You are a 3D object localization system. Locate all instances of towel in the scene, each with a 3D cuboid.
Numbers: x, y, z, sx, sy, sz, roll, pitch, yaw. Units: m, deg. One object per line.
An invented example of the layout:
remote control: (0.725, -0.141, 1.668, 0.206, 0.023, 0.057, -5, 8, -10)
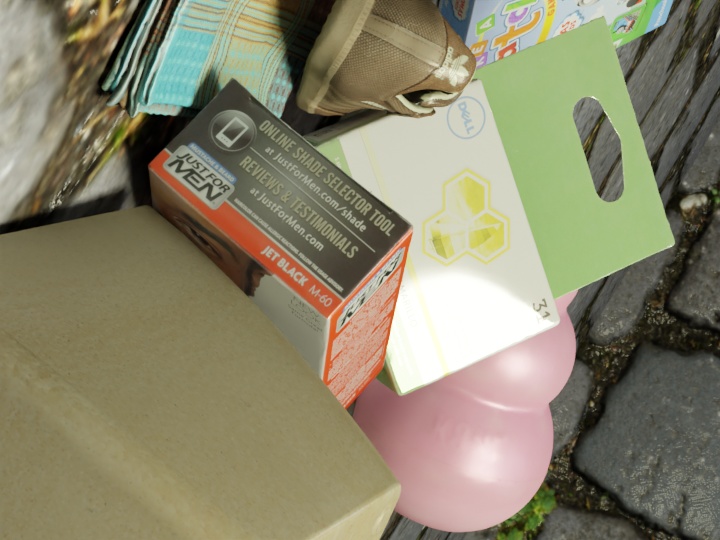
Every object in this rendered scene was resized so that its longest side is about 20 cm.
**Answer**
towel: (-0.041, -0.135, 0.839, 0.148, 0.022, 0.200, -62, 167, 10)

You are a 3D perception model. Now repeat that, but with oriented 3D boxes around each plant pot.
plant pot: (-0.102, 0.111, 0.761, 0.199, 0.176, 0.201, -18, 136, -65)

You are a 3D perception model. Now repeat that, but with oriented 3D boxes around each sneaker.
sneaker: (0.014, -0.099, 0.929, 0.071, 0.075, 0.200, -62, -179, 2)

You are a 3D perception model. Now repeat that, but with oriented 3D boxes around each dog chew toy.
dog chew toy: (0.073, 0.052, 1.102, 0.202, 0.124, 0.124, -69, 165, 14)

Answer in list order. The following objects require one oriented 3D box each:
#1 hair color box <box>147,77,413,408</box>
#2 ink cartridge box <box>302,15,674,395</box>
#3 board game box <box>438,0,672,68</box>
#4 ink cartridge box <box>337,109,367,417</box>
hair color box: (-0.041, 0.003, 0.896, 0.064, 0.111, 0.200, -46, 168, -19)
ink cartridge box: (0.079, -0.039, 1.012, 0.198, 0.147, 0.048, -23, -166, -13)
board game box: (0.134, -0.184, 1.213, 0.199, 0.037, 0.152, -27, 154, -22)
ink cartridge box: (0.000, 0.000, 1.152, 0.147, 0.084, 0.200, -55, 167, -16)
